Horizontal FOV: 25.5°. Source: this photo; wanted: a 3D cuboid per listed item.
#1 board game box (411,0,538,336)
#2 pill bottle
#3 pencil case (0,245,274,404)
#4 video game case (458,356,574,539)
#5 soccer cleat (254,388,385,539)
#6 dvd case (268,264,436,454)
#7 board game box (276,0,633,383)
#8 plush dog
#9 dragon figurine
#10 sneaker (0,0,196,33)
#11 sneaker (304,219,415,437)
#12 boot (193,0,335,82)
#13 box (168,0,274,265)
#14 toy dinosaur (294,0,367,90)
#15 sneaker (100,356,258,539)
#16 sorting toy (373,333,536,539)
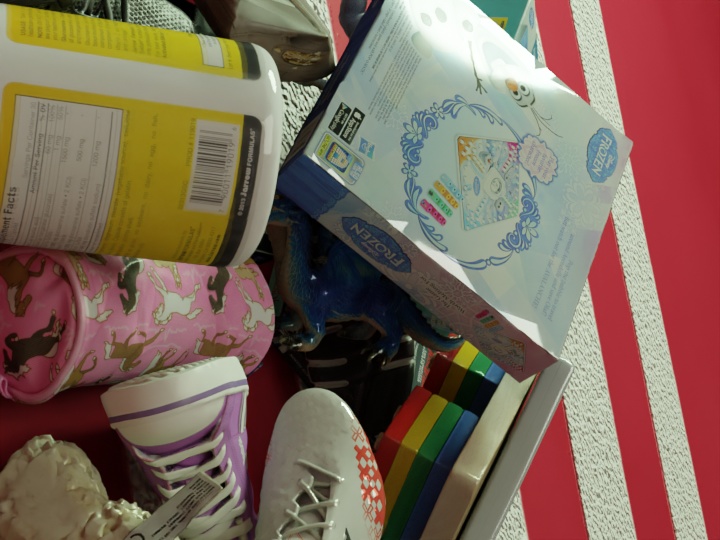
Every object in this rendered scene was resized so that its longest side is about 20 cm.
[{"bbox_3d":[0.079,-0.076,1.128,0.152,0.046,0.201,75,31,-55],"label":"board game box"},{"bbox_3d":[-0.144,-0.067,0.766,0.198,0.112,0.113,7,64,-17],"label":"pill bottle"},{"bbox_3d":[-0.127,0.027,0.872,0.199,0.082,0.088,5,76,-63],"label":"pencil case"},{"bbox_3d":[0.084,0.167,1.065,0.201,0.022,0.183,-63,172,-15],"label":"video game case"},{"bbox_3d":[-0.028,0.154,0.830,0.085,0.068,0.202,43,45,-61],"label":"soccer cleat"},{"bbox_3d":[-0.003,0.047,1.166,0.200,0.022,0.147,51,36,-37],"label":"dvd case"},{"bbox_3d":[0.065,-0.067,0.988,0.198,0.043,0.201,38,49,-14],"label":"board game box"},{"bbox_3d":[-0.109,0.199,0.782,0.172,0.158,0.202,80,13,-56],"label":"plush dog"},{"bbox_3d":[0.000,0.000,0.984,0.198,0.059,0.100,11,104,-24],"label":"dragon figurine"},{"bbox_3d":[-0.151,-0.144,0.817,0.198,0.114,0.077,17,62,-37],"label":"sneaker"},{"bbox_3d":[0.000,0.005,1.099,0.116,0.075,0.202,-58,140,-75],"label":"sneaker"},{"bbox_3d":[-0.058,-0.174,1.008,0.185,0.065,0.200,8,30,-48],"label":"boot"},{"bbox_3d":[-0.127,-0.091,0.968,0.199,0.049,0.162,13,63,-60],"label":"box"},{"bbox_3d":[0.007,-0.143,1.140,0.104,0.199,0.184,-17,104,-38],"label":"toy dinosaur"},{"bbox_3d":[-0.081,0.113,0.844,0.201,0.072,0.115,79,-5,-77],"label":"sneaker"},{"bbox_3d":[0.038,0.151,1.048,0.200,0.069,0.200,-69,171,29],"label":"sorting toy"}]
